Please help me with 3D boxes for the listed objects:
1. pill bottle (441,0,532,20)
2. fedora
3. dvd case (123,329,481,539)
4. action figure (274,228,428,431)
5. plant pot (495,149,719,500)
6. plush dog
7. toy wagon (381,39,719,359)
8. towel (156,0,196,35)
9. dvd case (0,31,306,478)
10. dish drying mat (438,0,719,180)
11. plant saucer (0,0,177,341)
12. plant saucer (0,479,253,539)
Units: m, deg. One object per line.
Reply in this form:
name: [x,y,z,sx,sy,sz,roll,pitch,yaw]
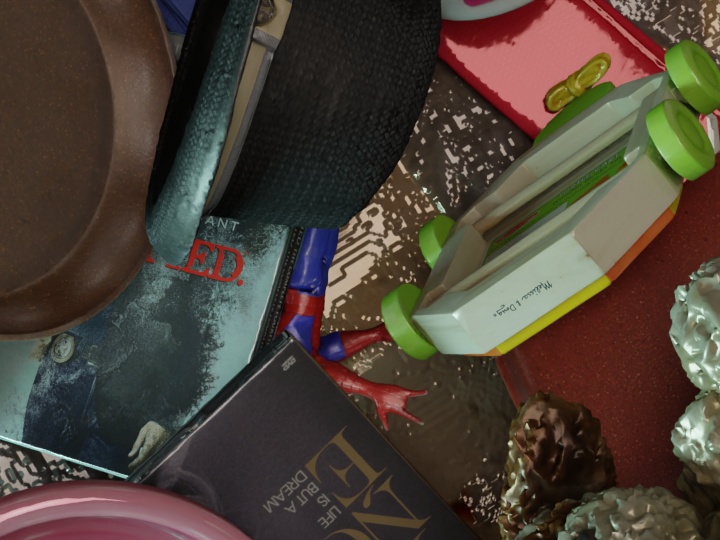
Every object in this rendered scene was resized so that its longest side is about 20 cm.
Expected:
pill bottle: [0.025,-0.218,0.848,0.113,0.113,0.200,-42,128,-7]
fedora: [-0.022,-0.090,0.800,0.091,0.200,0.202,17,84,-12]
dvd case: [-0.024,0.145,0.858,0.149,0.016,0.200,-43,115,-2]
action figure: [0.000,0.000,0.893,0.098,0.065,0.202,13,84,10]
plant pot: [0.165,0.064,0.840,0.200,0.200,0.176,-42,80,-1]
plush dog: [0.121,0.116,0.690,0.170,0.161,0.201,-17,42,23]
toy wagon: [0.090,-0.038,0.838,0.155,0.200,0.040,-35,103,28]
towel: [-0.040,-0.206,0.894,0.200,0.024,0.145,-49,130,-8]
dvd case: [-0.098,-0.008,0.883,0.145,0.022,0.202,15,83,22]
dish drying mat: [0.116,-0.085,0.937,0.200,0.018,0.077,41,84,0]
plant saucer: [-0.157,-0.070,0.811,0.199,0.034,0.202,8,79,-49]
plant saucer: [-0.114,0.180,0.794,0.198,0.051,0.203,-3,101,-15]
